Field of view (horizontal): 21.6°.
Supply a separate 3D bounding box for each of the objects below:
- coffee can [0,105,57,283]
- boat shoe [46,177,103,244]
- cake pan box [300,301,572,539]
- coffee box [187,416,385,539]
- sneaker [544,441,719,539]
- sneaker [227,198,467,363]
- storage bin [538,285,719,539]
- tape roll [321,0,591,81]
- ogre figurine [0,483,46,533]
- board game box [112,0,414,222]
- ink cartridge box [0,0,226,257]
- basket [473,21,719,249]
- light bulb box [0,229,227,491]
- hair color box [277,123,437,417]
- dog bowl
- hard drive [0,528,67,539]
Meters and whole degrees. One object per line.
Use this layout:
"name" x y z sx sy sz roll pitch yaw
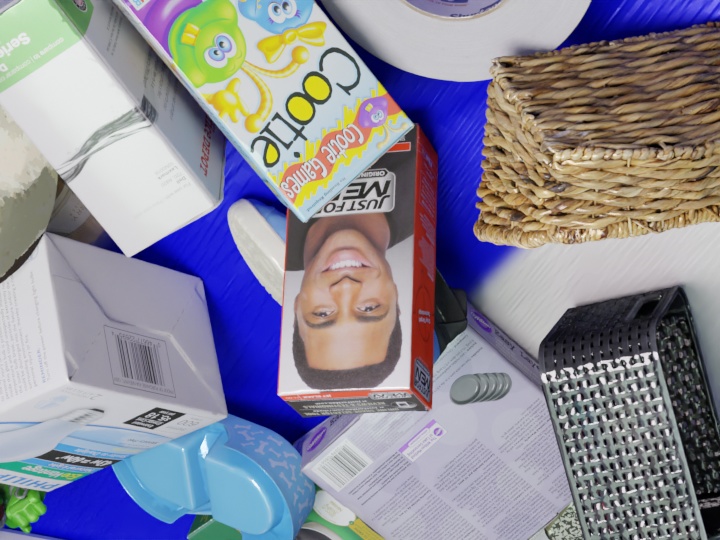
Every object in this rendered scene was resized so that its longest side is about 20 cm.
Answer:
"coffee can" -0.338 -0.080 1.365 0.199 0.146 0.147 22 136 37
"boat shoe" -0.287 0.003 1.519 0.200 0.072 0.065 -37 110 27
"cake pan box" 0.077 0.149 1.524 0.184 0.052 0.200 40 110 -15
"coffee box" -0.043 0.210 1.633 0.123 0.044 0.200 40 125 -17
"sneaker" 0.236 0.198 1.527 0.199 0.089 0.077 -19 121 26
"sneaker" -0.004 -0.004 1.449 0.200 0.111 0.077 43 161 20
"storage bin" 0.212 0.127 1.415 0.093 0.135 0.201 -13 100 22
"tape roll" 0.064 -0.228 1.258 0.199 0.066 0.201 7 129 8
"ogre figurine" -0.339 0.201 1.649 0.098 0.120 0.200 37 125 -10
"board game box" -0.072 -0.148 1.293 0.103 0.105 0.200 -40 107 -2
"ink cartridge box" -0.185 -0.130 1.334 0.084 0.146 0.200 -30 115 15
"basket" 0.191 -0.061 1.265 0.199 0.143 0.150 -11 130 -17
"light bulb box" -0.246 0.077 1.474 0.199 0.126 0.198 -24 156 28
"hair color box" 0.000 0.000 1.363 0.101 0.201 0.061 -5 160 16
"dog bowl" -0.122 0.167 1.573 0.199 0.050 0.112 17 128 31
"hard drive" -0.241 0.311 1.769 0.199 0.025 0.133 10 128 6
